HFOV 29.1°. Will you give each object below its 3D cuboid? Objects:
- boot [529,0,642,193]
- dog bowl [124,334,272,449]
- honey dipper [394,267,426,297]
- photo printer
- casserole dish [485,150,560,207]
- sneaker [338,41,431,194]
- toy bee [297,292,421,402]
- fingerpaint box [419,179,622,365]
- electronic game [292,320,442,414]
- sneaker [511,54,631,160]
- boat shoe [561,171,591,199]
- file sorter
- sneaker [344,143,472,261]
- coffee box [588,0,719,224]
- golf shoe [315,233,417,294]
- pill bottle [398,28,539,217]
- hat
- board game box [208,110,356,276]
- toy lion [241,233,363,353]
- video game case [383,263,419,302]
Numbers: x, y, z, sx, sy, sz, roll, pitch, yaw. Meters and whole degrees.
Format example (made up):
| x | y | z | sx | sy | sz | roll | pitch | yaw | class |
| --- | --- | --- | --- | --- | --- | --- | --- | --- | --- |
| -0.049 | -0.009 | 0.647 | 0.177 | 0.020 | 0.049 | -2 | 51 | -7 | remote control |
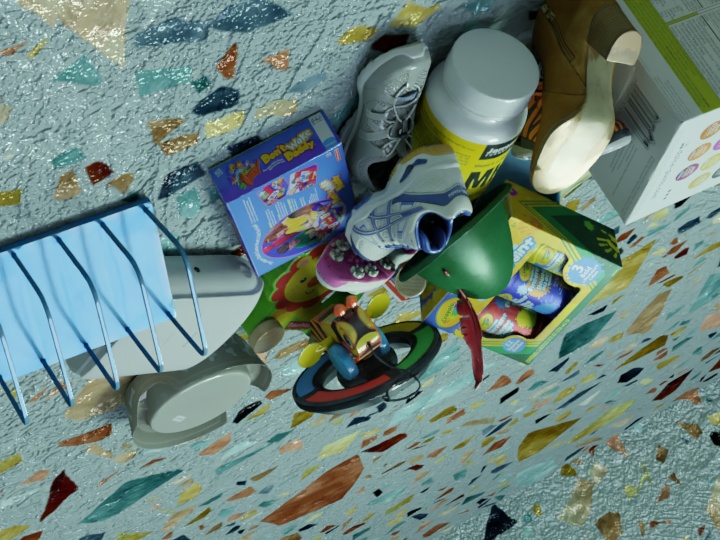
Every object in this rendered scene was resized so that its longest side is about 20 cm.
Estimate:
| x | y | z | sx | sy | sz | roll | pitch | yaw | class |
| --- | --- | --- | --- | --- | --- | --- | --- | --- | --- |
| 0.209 | -0.195 | 1.427 | 0.070 | 0.144 | 0.202 | 11 | 118 | -28 | boot |
| -0.215 | 0.155 | 1.800 | 0.199 | 0.059 | 0.200 | -25 | 157 | -11 | dog bowl |
| 0.061 | 0.015 | 1.727 | 0.038 | 0.038 | 0.200 | -30 | 179 | 1 | honey dipper |
| -0.214 | 0.051 | 1.564 | 0.199 | 0.070 | 0.166 | -2 | 144 | -49 | photo printer |
| 0.180 | -0.100 | 1.677 | 0.120 | 0.039 | 0.201 | -3 | 133 | 1 | casserole dish |
| 0.037 | -0.154 | 1.420 | 0.074 | 0.082 | 0.200 | -19 | 155 | -24 | sneaker |
| -0.005 | 0.069 | 1.644 | 0.199 | 0.109 | 0.131 | 1 | -143 | 43 | toy bee |
| 0.193 | 0.008 | 1.704 | 0.166 | 0.074 | 0.200 | 23 | 128 | -22 | fingerpaint box |
| 0.007 | 0.118 | 1.720 | 0.199 | 0.042 | 0.200 | -22 | -163 | 7 | electronic game |
| 0.210 | -0.177 | 1.495 | 0.077 | 0.113 | 0.200 | -21 | -165 | -24 | sneaker |
| 0.218 | -0.097 | 1.782 | 0.200 | 0.073 | 0.063 | -37 | 154 | 3 | boat shoe |
| -0.265 | 0.042 | 1.345 | 0.199 | 0.123 | 0.140 | -21 | 123 | -21 | file sorter |
| 0.047 | -0.047 | 1.450 | 0.075 | 0.089 | 0.200 | -13 | 160 | -30 | sneaker |
| 0.343 | -0.211 | 1.520 | 0.197 | 0.201 | 0.200 | -22 | 157 | -20 | coffee box |
| 0.000 | 0.000 | 1.608 | 0.092 | 0.075 | 0.200 | -51 | 166 | 28 | golf shoe |
| 0.109 | -0.154 | 1.468 | 0.114 | 0.115 | 0.200 | -18 | 155 | -27 | pill bottle |
| 0.155 | 0.021 | 1.566 | 0.165 | 0.176 | 0.200 | -40 | -176 | -6 | hat |
| -0.077 | -0.078 | 1.492 | 0.134 | 0.045 | 0.200 | -28 | 158 | -6 | board game box |
| -0.056 | 0.015 | 1.709 | 0.192 | 0.069 | 0.200 | -48 | 153 | 22 | toy lion |
| 0.128 | -0.001 | 1.851 | 0.199 | 0.018 | 0.143 | -12 | 161 | 13 | video game case |
